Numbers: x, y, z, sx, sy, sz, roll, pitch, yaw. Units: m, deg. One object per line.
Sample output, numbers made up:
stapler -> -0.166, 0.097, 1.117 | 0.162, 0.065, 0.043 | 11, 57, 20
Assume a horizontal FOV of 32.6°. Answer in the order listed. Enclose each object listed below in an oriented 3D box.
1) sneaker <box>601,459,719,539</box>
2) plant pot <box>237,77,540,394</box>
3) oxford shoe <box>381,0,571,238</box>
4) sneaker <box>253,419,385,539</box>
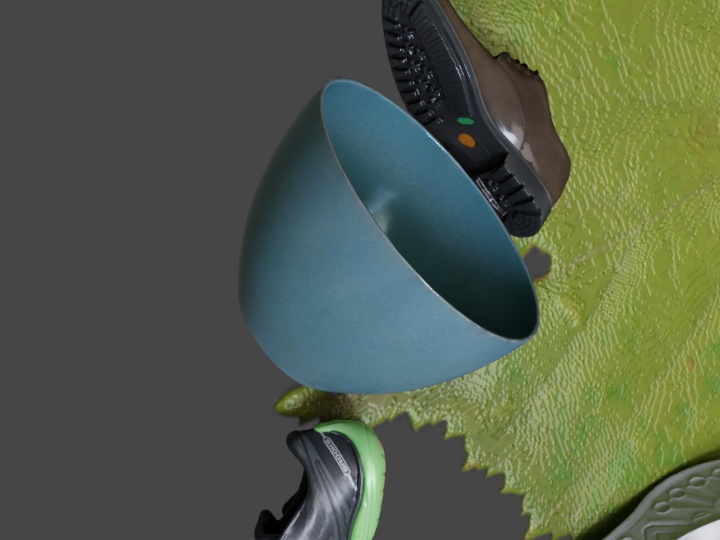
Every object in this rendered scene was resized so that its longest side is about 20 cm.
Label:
sneaker -> 0.263, 0.256, 0.989 | 0.199, 0.080, 0.148 | -29, 116, -23
plant pot -> 0.000, 0.000, 0.782 | 0.200, 0.201, 0.134 | 39, 115, -24
oxford shoe -> 0.083, -0.126, 0.862 | 0.085, 0.072, 0.201 | -48, 117, -29
sneaker -> -0.035, 0.201, 0.847 | 0.083, 0.077, 0.203 | 7, 90, -8
